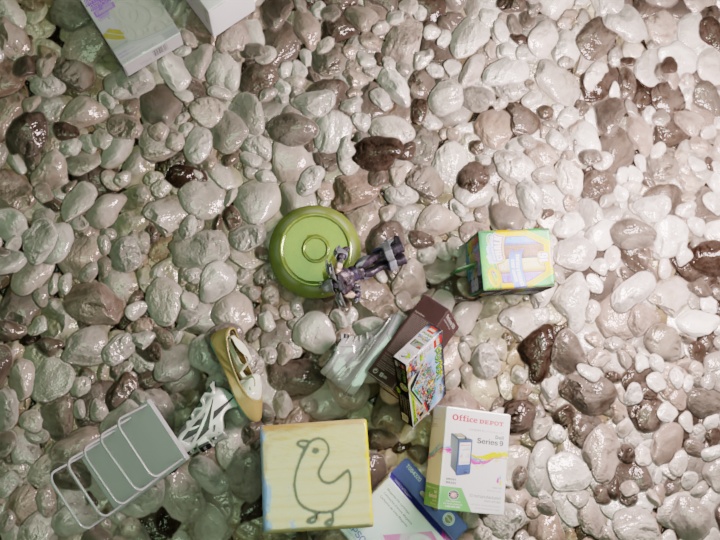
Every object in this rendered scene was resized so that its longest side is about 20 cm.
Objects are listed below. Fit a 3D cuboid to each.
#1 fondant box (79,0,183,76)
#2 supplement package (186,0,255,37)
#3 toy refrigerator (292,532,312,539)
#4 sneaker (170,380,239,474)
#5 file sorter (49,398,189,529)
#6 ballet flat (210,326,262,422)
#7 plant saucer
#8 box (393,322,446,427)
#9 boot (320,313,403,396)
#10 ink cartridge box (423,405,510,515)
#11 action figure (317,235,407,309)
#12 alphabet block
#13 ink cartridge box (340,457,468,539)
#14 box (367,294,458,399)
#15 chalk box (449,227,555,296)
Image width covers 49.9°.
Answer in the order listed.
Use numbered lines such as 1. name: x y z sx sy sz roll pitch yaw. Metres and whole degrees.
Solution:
1. fondant box: -0.494 -0.542 1.656 0.143 0.058 0.201 -33 85 -9
2. supplement package: -0.330 -0.632 1.653 0.119 0.121 0.201 -36 86 -10
3. toy refrigerator: -0.104 0.555 1.458 0.070 0.200 0.076 -32 85 -10
4. sneaker: -0.313 0.328 1.536 0.088 0.074 0.201 33 80 2
5. file sorter: -0.456 0.367 1.454 0.199 0.124 0.139 -37 86 16
6. ballet flat: -0.239 0.207 1.559 0.063 0.068 0.202 -31 84 24
7. plant saucer: -0.095 -0.042 1.635 0.197 0.031 0.203 1 82 -5
8. box: 0.119 0.209 1.530 0.035 0.201 0.110 30 56 34
9. boot: 0.001 0.152 1.594 0.095 0.074 0.201 35 76 3
10. ink cartridge box: 0.216 0.382 1.563 0.143 0.087 0.203 10 77 -13
11. action figure: 0.000 0.000 1.601 0.198 0.069 0.131 -25 127 -12
12. alphabet block: -0.078 0.392 1.469 0.197 0.197 0.198 -5 75 0
13. ink cartridge box: 0.089 0.521 1.564 0.200 0.043 0.197 -43 87 -8
14. box: 0.110 0.161 1.581 0.075 0.100 0.201 30 78 30
15. chalk box: 0.288 -0.014 1.621 0.197 0.124 0.126 -2 82 -7
